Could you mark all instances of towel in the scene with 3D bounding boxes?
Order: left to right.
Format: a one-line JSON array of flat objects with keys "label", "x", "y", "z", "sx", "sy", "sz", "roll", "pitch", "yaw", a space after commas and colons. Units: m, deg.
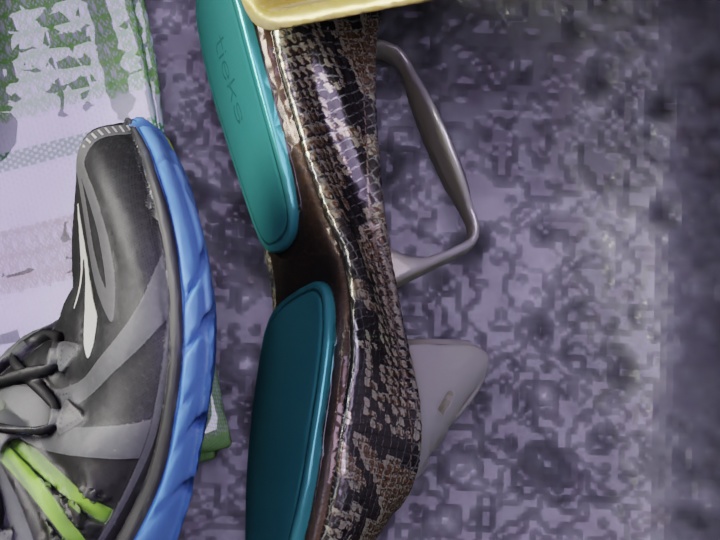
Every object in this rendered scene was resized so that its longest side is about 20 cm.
[{"label": "towel", "x": -0.127, "y": -0.028, "z": 0.839, "sx": 0.149, "sy": 0.031, "sz": 0.201, "roll": -12, "pitch": 82, "yaw": -1}]

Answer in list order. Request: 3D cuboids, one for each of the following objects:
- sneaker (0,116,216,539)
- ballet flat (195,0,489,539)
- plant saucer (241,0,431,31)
[{"label": "sneaker", "x": -0.089, "y": 0.055, "z": 0.777, "sx": 0.083, "sy": 0.071, "sz": 0.200, "roll": 16, "pitch": 98, "yaw": -11}, {"label": "ballet flat", "x": 0.000, "y": 0.000, "z": 0.818, "sx": 0.075, "sy": 0.068, "sz": 0.201, "roll": -1, "pitch": 77, "yaw": -21}, {"label": "plant saucer", "x": 0.067, "y": -0.165, "z": 0.784, "sx": 0.200, "sy": 0.048, "sz": 0.201, "roll": -7, "pitch": 70, "yaw": 32}]
